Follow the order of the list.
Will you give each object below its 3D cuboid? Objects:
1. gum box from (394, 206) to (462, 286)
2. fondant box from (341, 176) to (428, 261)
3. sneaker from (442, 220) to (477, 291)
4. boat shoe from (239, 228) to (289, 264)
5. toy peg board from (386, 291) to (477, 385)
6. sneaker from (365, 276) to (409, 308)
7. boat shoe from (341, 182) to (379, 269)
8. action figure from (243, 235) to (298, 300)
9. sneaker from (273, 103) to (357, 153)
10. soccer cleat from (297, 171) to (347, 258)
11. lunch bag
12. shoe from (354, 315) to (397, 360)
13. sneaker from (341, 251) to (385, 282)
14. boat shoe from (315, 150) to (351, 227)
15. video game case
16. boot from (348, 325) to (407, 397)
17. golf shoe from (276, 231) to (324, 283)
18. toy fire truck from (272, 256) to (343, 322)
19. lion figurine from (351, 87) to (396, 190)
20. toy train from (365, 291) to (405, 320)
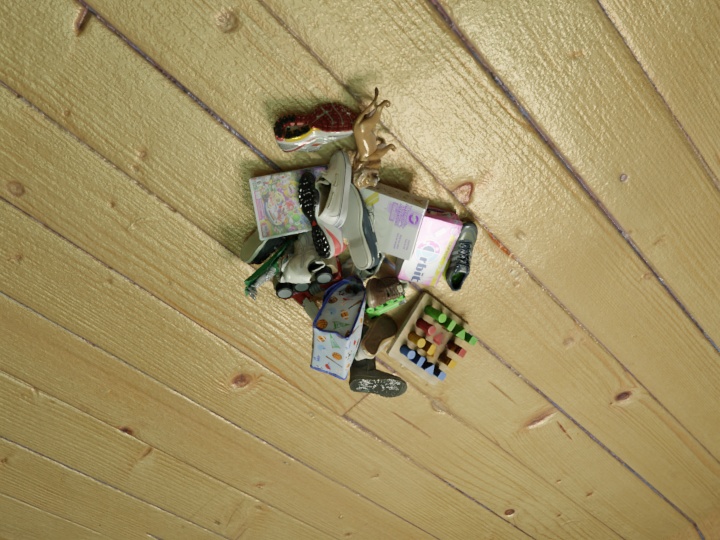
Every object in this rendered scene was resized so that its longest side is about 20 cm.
[{"bbox_3d":[0.173,-0.067,1.479,0.111,0.067,0.203,12,121,-12],"label":"gum box"},{"bbox_3d":[0.051,-0.127,1.394,0.196,0.059,0.147,19,122,6],"label":"fondant box"},{"bbox_3d":[0.267,-0.034,1.503,0.072,0.082,0.204,2,123,-8],"label":"sneaker"},{"bbox_3d":[-0.212,-0.087,1.427,0.200,0.075,0.066,-49,141,8],"label":"boat shoe"},{"bbox_3d":[0.210,0.204,1.594,0.199,0.098,0.201,35,86,-27],"label":"toy peg board"},{"bbox_3d":[0.070,0.045,1.475,0.074,0.200,0.072,-11,96,19],"label":"sneaker"},{"bbox_3d":[0.001,-0.106,1.345,0.074,0.061,0.205,-18,89,40],"label":"boat shoe"},{"bbox_3d":[-0.207,-0.016,1.425,0.055,0.201,0.118,41,155,-2],"label":"action figure"},{"bbox_3d":[-0.097,-0.314,1.293,0.195,0.080,0.083,-11,158,-8],"label":"sneaker"},{"bbox_3d":[-0.089,-0.132,1.347,0.067,0.072,0.205,-14,94,46],"label":"soccer cleat"},{"bbox_3d":[-0.050,0.135,1.452,0.121,0.202,0.172,19,137,9],"label":"lunch bag"},{"bbox_3d":[0.041,0.184,1.567,0.070,0.199,0.053,47,123,4],"label":"shoe"},{"bbox_3d":[0.000,0.000,1.490,0.074,0.093,0.202,22,119,-18],"label":"sneaker"},{"bbox_3d":[-0.067,-0.194,1.295,0.069,0.204,0.071,18,149,-26],"label":"boat shoe"},{"bbox_3d":[-0.154,-0.162,1.361,0.195,0.018,0.147,-12,102,-11],"label":"video game case"},{"bbox_3d":[0.034,0.246,1.592,0.178,0.202,0.074,15,121,-17],"label":"boot"},{"bbox_3d":[-0.124,-0.029,1.380,0.095,0.201,0.080,14,129,12],"label":"golf shoe"},{"bbox_3d":[-0.115,0.054,1.513,0.173,0.131,0.201,-20,143,14],"label":"toy fire truck"},{"bbox_3d":[0.016,-0.289,1.283,0.121,0.072,0.203,-33,128,-22],"label":"lion figurine"},{"bbox_3d":[0.039,0.106,1.598,0.196,0.042,0.057,-24,133,10],"label":"toy train"}]
